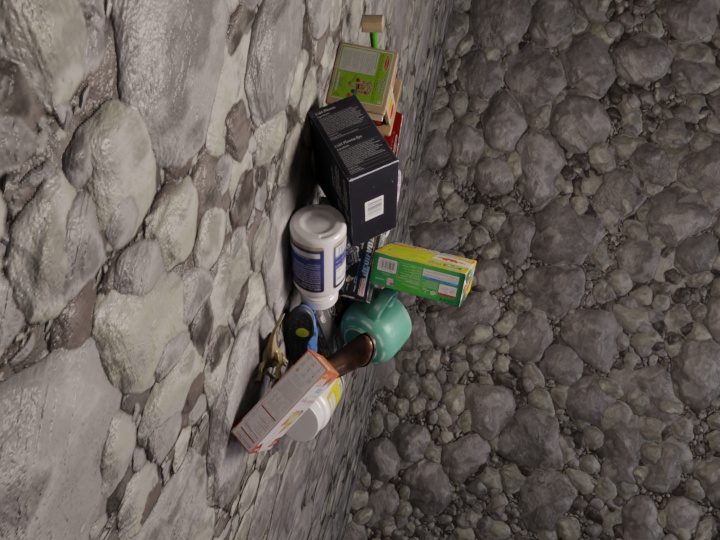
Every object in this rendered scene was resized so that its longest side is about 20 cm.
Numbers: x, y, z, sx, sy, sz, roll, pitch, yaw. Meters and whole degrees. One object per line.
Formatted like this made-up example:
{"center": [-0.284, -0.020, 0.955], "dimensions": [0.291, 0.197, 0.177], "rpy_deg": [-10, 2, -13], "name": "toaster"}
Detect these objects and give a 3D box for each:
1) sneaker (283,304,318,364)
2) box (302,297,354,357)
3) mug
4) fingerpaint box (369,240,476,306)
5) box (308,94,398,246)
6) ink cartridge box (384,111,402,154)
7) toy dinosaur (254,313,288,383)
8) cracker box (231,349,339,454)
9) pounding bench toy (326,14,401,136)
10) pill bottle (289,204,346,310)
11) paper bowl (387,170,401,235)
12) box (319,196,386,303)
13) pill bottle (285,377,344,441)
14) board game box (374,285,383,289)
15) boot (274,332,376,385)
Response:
{"center": [-0.124, 0.125, 1.270], "dimensions": [0.203, 0.064, 0.080], "rpy_deg": [93, 5, -49], "name": "sneaker"}
{"center": [-0.058, 0.111, 1.404], "dimensions": [0.158, 0.049, 0.203], "rpy_deg": [-52, 139, -38], "name": "box"}
{"center": [0.024, 0.123, 1.351], "dimensions": [0.114, 0.150, 0.189], "rpy_deg": [-42, 127, -38], "name": "mug"}
{"center": [0.137, 0.004, 1.264], "dimensions": [0.167, 0.195, 0.075], "rpy_deg": [-30, 133, -69], "name": "fingerpaint box"}
{"center": [-0.012, -0.188, 1.129], "dimensions": [0.184, 0.102, 0.202], "rpy_deg": [60, -14, 28], "name": "box"}
{"center": [0.042, -0.322, 1.468], "dimensions": [0.200, 0.049, 0.166], "rpy_deg": [-122, -142, -64], "name": "ink cartridge box"}
{"center": [-0.168, 0.160, 1.115], "dimensions": [0.201, 0.057, 0.103], "rpy_deg": [98, -6, -60], "name": "toy dinosaur"}
{"center": [-0.134, 0.243, 1.092], "dimensions": [0.200, 0.058, 0.134], "rpy_deg": [-46, 166, -4], "name": "cracker box"}
{"center": [0.022, -0.412, 1.250], "dimensions": [0.156, 0.121, 0.205], "rpy_deg": [33, 69, -80], "name": "pounding bench toy"}
{"center": [-0.083, -0.019, 1.169], "dimensions": [0.203, 0.108, 0.112], "rpy_deg": [93, 14, -45], "name": "pill bottle"}
{"center": [0.049, -0.205, 1.736], "dimensions": [0.201, 0.102, 0.206], "rpy_deg": [13, 90, -81], "name": "paper bowl"}
{"center": [-0.032, -0.046, 1.286], "dimensions": [0.046, 0.155, 0.205], "rpy_deg": [21, 81, -75], "name": "box"}
{"center": [-0.114, 0.306, 1.388], "dimensions": [0.200, 0.111, 0.117], "rpy_deg": [-49, 151, -70], "name": "pill bottle"}
{"center": [0.000, 0.000, 1.432], "dimensions": [0.064, 0.146, 0.202], "rpy_deg": [-42, 149, -26], "name": "board game box"}
{"center": [-0.078, 0.211, 1.258], "dimensions": [0.197, 0.065, 0.187], "rpy_deg": [-14, 155, -42], "name": "boot"}
